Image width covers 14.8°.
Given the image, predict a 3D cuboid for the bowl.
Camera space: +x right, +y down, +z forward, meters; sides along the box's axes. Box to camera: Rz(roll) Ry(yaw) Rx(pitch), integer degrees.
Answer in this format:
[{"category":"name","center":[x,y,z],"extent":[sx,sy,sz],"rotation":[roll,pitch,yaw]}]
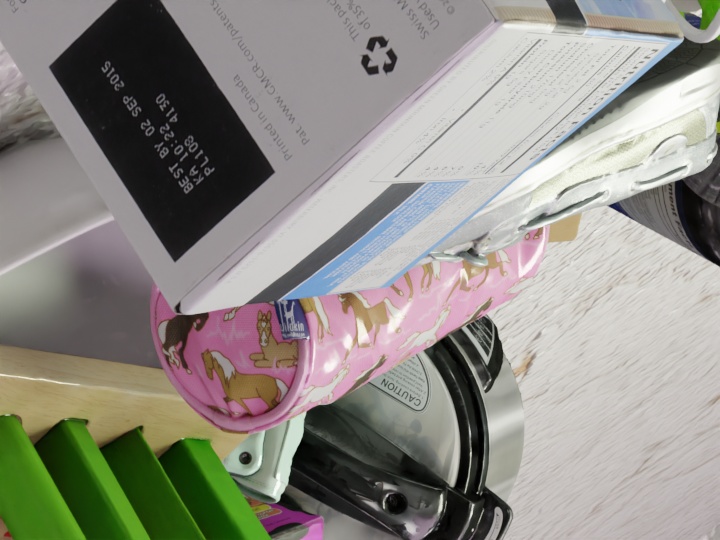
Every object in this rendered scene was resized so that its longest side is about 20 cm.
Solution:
[{"category":"bowl","center":[-0.161,0.028,1.167],"extent":[0.200,0.075,0.200],"rotation":[-29,154,-9]}]

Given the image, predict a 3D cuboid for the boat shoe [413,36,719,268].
[{"category":"boat shoe","center":[0.069,-0.039,1.127],"extent":[0.202,0.074,0.065],"rotation":[-28,125,-30]}]

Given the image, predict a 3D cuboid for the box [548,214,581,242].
[{"category":"box","center":[0.028,-0.054,1.289],"extent":[0.163,0.021,0.200],"rotation":[-3,160,-2]}]

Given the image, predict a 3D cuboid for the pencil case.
[{"category":"pencil case","center":[0.000,0.000,1.174],"extent":[0.200,0.083,0.087],"rotation":[-25,161,-51]}]

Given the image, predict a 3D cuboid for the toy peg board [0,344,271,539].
[{"category":"toy peg board","center":[-0.144,0.139,1.183],"extent":[0.199,0.098,0.200],"rotation":[-44,152,20]}]

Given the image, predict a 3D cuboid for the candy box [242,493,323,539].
[{"category":"candy box","center":[-0.137,0.139,1.398],"extent":[0.136,0.200,0.061],"rotation":[-15,115,-48]}]

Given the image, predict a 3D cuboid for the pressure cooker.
[{"category":"pressure cooker","center":[-0.006,0.092,1.497],"extent":[0.176,0.179,0.200],"rotation":[-13,178,14]}]

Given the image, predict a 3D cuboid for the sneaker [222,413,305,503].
[{"category":"sneaker","center":[-0.018,0.054,1.370],"extent":[0.200,0.118,0.074],"rotation":[-10,163,8]}]

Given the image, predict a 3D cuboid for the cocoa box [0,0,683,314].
[{"category":"cocoa box","center":[-0.029,-0.106,0.806],"extent":[0.133,0.200,0.131],"rotation":[-40,164,24]}]

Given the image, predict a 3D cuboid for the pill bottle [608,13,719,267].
[{"category":"pill bottle","center":[0.191,-0.059,1.391],"extent":[0.112,0.112,0.200],"rotation":[-28,-152,-17]}]

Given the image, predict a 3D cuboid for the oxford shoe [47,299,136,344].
[{"category":"oxford shoe","center":[-0.120,0.018,1.279],"extent":[0.200,0.071,0.073],"rotation":[-40,158,25]}]

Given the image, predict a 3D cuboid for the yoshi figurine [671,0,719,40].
[{"category":"yoshi figurine","center":[0.117,-0.124,1.254],"extent":[0.112,0.113,0.200],"rotation":[-29,169,17]}]

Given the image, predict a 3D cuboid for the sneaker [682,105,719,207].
[{"category":"sneaker","center":[0.220,-0.086,1.266],"extent":[0.200,0.081,0.074],"rotation":[-17,149,-26]}]

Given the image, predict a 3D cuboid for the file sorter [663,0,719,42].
[{"category":"file sorter","center":[0.039,-0.121,1.050],"extent":[0.200,0.125,0.139],"rotation":[-27,164,-20]}]
